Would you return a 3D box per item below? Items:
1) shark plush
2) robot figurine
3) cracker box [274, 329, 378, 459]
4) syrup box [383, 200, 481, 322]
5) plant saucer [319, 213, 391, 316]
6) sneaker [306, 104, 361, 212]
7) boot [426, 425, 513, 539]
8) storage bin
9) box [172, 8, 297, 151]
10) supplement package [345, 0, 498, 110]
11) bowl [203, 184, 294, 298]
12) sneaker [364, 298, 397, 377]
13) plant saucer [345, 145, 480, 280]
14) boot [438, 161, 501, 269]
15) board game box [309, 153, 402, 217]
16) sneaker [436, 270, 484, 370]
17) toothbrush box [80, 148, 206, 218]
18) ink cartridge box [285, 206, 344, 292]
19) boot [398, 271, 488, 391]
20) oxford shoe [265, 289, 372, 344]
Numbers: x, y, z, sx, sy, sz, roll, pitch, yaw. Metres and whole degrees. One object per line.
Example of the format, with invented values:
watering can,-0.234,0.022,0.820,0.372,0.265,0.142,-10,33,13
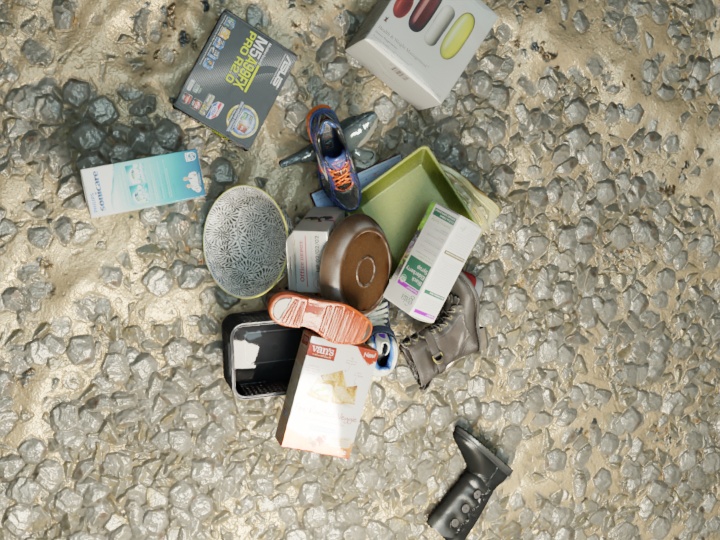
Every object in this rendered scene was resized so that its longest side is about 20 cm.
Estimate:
shark plush,-0.062,-0.249,1.641,0.196,0.083,0.092,-12,79,-2
robot figurine,-0.136,0.119,1.662,0.145,0.058,0.201,41,83,-16
cracker box,-0.060,0.219,1.542,0.132,0.058,0.204,14,93,-21
syrup box,0.132,-0.014,1.603,0.081,0.078,0.202,23,97,-48
plant saucer,0.000,0.000,1.572,0.199,0.032,0.204,-15,110,-50
sneaker,-0.047,-0.195,1.580,0.074,0.079,0.202,-23,112,-2
boot,0.199,0.444,1.794,0.164,0.066,0.201,40,87,-14
storage bin,-0.145,0.146,1.580,0.196,0.094,0.138,-4,100,-20
box,-0.229,-0.346,1.600,0.159,0.044,0.202,29,86,-17
supplement package,0.113,-0.445,1.643,0.190,0.147,0.202,35,85,-16
bowl,-0.184,-0.052,1.595,0.094,0.198,0.205,-3,98,-58
sneaker,0.035,0.100,1.666,0.079,0.146,0.204,0,95,-17
plant saucer,0.098,-0.102,1.673,0.199,0.048,0.201,-34,95,5
boot,0.165,-0.112,1.730,0.199,0.073,0.157,35,86,-19
board game box,0.008,-0.141,1.704,0.198,0.019,0.104,-25,100,-14
sneaker,0.164,0.089,1.744,0.111,0.071,0.203,24,80,-21
toothbrush box,-0.378,-0.150,1.519,0.197,0.146,0.087,-14,98,-14
ink cartridge box,-0.077,-0.033,1.580,0.067,0.200,0.117,2,110,11
boot,0.148,0.109,1.665,0.172,0.069,0.203,-24,101,-18
oxford shoe,-0.070,0.071,1.499,0.198,0.073,0.072,22,100,-25
